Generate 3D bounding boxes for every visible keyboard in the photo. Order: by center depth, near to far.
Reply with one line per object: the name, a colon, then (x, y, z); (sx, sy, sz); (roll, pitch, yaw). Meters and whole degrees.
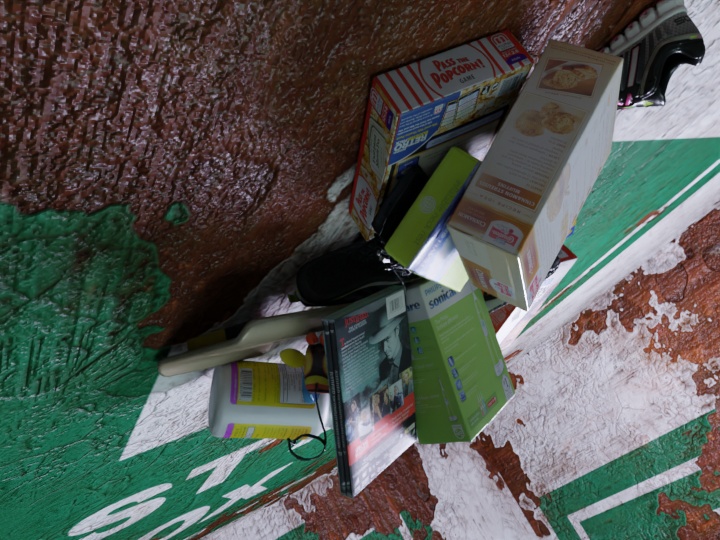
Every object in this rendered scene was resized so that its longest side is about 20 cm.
keyboard: (0.049, -0.046, 0.630); (0.105, 0.039, 0.200); (-56, 156, 1)

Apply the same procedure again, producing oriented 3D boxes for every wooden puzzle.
wooden puzzle: (-0.127, 0.079, 0.708); (0.198, 0.038, 0.183); (-25, 168, 39)

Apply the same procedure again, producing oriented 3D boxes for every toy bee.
toy bee: (-0.033, 0.116, 0.697); (0.128, 0.200, 0.111); (-6, 110, -8)

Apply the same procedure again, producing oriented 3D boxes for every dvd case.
dvd case: (0.016, 0.133, 0.666); (0.022, 0.205, 0.145); (4, -164, 36)

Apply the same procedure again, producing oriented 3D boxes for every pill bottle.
pill bottle: (-0.113, 0.187, 0.826); (0.195, 0.106, 0.105); (8, 143, -21)

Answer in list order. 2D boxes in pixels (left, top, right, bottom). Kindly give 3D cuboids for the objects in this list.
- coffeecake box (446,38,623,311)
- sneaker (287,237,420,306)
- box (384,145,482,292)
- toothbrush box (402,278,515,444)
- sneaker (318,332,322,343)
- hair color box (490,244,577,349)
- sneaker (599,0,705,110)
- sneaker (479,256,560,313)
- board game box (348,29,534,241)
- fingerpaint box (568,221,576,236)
coffeecake box: (0.172, -0.083, 0.558); (0.203, 0.072, 0.154); (-60, 154, -9)
sneaker: (0.000, 0.000, 0.739); (0.196, 0.073, 0.083); (-12, 165, -20)
box: (0.099, -0.047, 0.612); (0.123, 0.047, 0.199); (-56, 156, 7)
toothbrush box: (0.115, 0.105, 0.771); (0.085, 0.204, 0.144); (-16, -175, 40)
sneaker: (-0.030, 0.110, 0.918); (0.075, 0.081, 0.202); (23, 105, -31)
hair color box: (0.244, 0.043, 0.914); (0.110, 0.064, 0.202); (-12, 140, -45)
sneaker: (0.304, -0.210, 0.664); (0.199, 0.088, 0.073); (-42, 157, 25)
sneaker: (0.185, 0.007, 0.822); (0.069, 0.091, 0.199); (-21, 169, -46)
board game box: (0.071, -0.125, 0.578); (0.149, 0.047, 0.201); (-25, 158, -20)
fingerpaint box: (0.258, -0.058, 0.953); (0.198, 0.074, 0.167); (-34, 159, 4)
